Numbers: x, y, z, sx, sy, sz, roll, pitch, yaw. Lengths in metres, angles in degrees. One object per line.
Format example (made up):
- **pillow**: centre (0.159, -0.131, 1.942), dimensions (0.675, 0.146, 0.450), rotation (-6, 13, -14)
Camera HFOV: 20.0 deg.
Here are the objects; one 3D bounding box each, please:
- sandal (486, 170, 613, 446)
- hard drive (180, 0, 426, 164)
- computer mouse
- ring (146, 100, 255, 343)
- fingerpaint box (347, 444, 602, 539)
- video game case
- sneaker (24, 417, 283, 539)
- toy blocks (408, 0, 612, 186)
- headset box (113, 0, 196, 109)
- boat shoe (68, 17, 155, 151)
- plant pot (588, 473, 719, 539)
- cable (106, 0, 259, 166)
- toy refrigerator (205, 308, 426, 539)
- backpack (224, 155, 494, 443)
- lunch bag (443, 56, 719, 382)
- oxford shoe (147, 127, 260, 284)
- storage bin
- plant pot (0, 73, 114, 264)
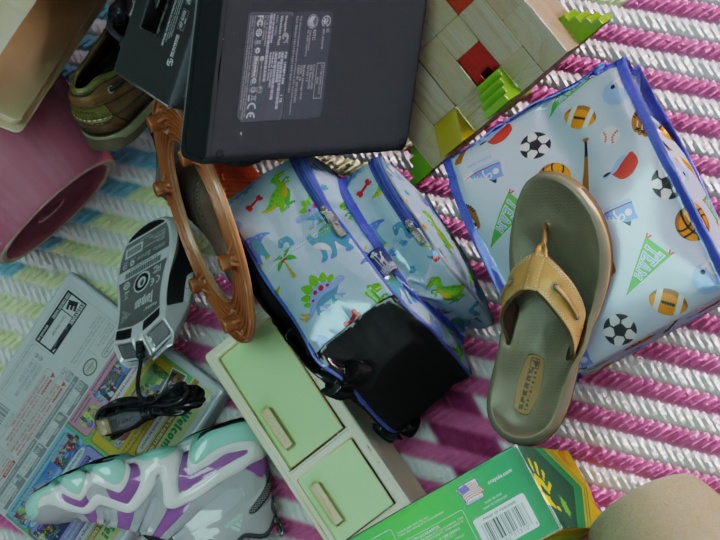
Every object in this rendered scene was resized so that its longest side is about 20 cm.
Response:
- **sandal**: centre (0.127, 0.030, 1.454), dimensions (0.080, 0.054, 0.201), rotation (15, 98, 26)
- **hard drive**: centre (-0.036, -0.152, 1.476), dimensions (0.033, 0.200, 0.140), rotation (22, 111, 44)
- **computer mouse**: centre (-0.163, 0.045, 1.650), dimensions (0.110, 0.044, 0.200), rotation (-28, 45, 35)
- **ring**: centre (-0.126, -0.037, 1.565), dimensions (0.019, 0.200, 0.201), rotation (-20, 73, -14)
- **fingerpaint box**: centre (0.067, 0.206, 1.505), dimensions (0.200, 0.167, 0.074), rotation (-31, 75, 14)
- **video game case**: centre (-0.230, 0.133, 1.702), dimensions (0.182, 0.022, 0.200), rotation (35, 93, 21)
- **sneaker**: centre (-0.158, 0.209, 1.621), dimensions (0.199, 0.078, 0.140), rotation (-16, 90, 4)
- **toy blocks**: centre (0.072, -0.180, 1.563), dimensions (0.200, 0.100, 0.137), rotation (-40, 87, 32)
- **headset box**: centre (-0.081, -0.195, 1.503), dimensions (0.077, 0.200, 0.149), rotation (34, 111, 39)
- **boat shoe**: centre (-0.169, -0.189, 1.661), dimensions (0.072, 0.068, 0.200), rotation (7, 51, 28)
- **plant pot**: centre (0.247, 0.251, 1.441), dimensions (0.187, 0.187, 0.200), rotation (-33, 59, 12)
- **cable**: centre (-0.112, -0.179, 1.644), dimensions (0.051, 0.200, 0.163), rotation (-21, 37, 45)
- **toy refrigerator**: centre (-0.034, 0.127, 1.606), dimensions (0.076, 0.070, 0.200), rotation (-38, 72, 10)
- **backpack**: centre (0.000, 0.000, 1.557), dimensions (0.147, 0.183, 0.200), rotation (-39, 63, 3)
- **lunch bag**: centre (0.175, -0.038, 1.530), dimensions (0.170, 0.124, 0.200), rotation (-31, 80, 15)
- **oxford shoe**: centre (-0.122, -0.061, 1.677), dimensions (0.073, 0.071, 0.200), rotation (-33, 65, 30)
- **storage bin**: centre (-0.225, -0.235, 1.557), dimensions (0.094, 0.199, 0.200), rotation (34, 139, -12)
- **plant pot**: centre (-0.309, -0.113, 1.690), dimensions (0.200, 0.200, 0.179), rotation (-45, 86, 8)
